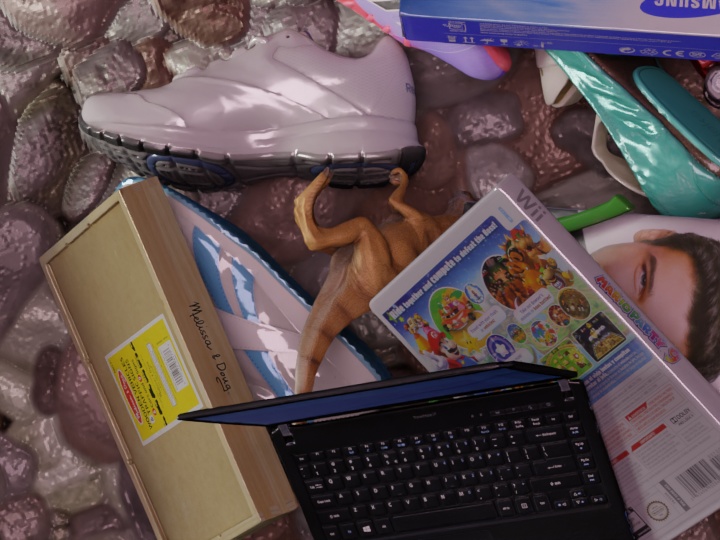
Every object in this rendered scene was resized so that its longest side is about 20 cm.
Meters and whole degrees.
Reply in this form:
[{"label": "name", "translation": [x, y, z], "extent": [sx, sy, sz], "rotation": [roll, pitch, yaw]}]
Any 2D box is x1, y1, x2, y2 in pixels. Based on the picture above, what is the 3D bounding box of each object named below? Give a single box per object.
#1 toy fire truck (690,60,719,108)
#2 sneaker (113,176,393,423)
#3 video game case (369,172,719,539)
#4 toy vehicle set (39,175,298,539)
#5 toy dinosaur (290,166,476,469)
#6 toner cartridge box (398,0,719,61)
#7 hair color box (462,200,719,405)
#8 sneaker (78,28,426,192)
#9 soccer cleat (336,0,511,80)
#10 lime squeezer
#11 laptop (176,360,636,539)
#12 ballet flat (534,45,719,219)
[{"label": "toy fire truck", "translation": [0.212, -0.196, 1.530], "extent": [0.141, 0.049, 0.200], "rotation": [-35, 84, 4]}, {"label": "sneaker", "translation": [-0.074, 0.026, 1.550], "extent": [0.200, 0.077, 0.081], "rotation": [44, 95, 9]}, {"label": "video game case", "translation": [0.108, 0.057, 1.422], "extent": [0.200, 0.143, 0.018], "rotation": [47, 51, 0]}, {"label": "toy vehicle set", "translation": [-0.110, 0.061, 1.534], "extent": [0.026, 0.124, 0.201], "rotation": [-20, 83, -32]}, {"label": "toy dinosaur", "translation": [0.000, 0.000, 1.498], "extent": [0.106, 0.060, 0.200], "rotation": [47, 61, 0]}, {"label": "toner cartridge box", "translation": [0.124, -0.169, 1.483], "extent": [0.199, 0.043, 0.095], "rotation": [4, 77, 6]}, {"label": "hair color box", "translation": [0.140, 0.019, 1.473], "extent": [0.200, 0.061, 0.099], "rotation": [6, 89, 45]}, {"label": "sneaker", "translation": [-0.062, -0.093, 1.564], "extent": [0.199, 0.075, 0.087], "rotation": [1, 75, 2]}, {"label": "soccer cleat", "translation": [0.005, -0.172, 1.554], "extent": [0.076, 0.067, 0.200], "rotation": [-44, 80, 10]}, {"label": "lime squeezer", "translation": [0.070, 0.018, 1.486], "extent": [0.071, 0.038, 0.200], "rotation": [37, 115, 7]}, {"label": "laptop", "translation": [0.031, 0.115, 1.399], "extent": [0.177, 0.103, 0.200], "rotation": [-10, 118, 21]}, {"label": "ballet flat", "translation": [0.139, -0.101, 1.525], "extent": [0.200, 0.067, 0.070], "rotation": [54, 125, 22]}]
